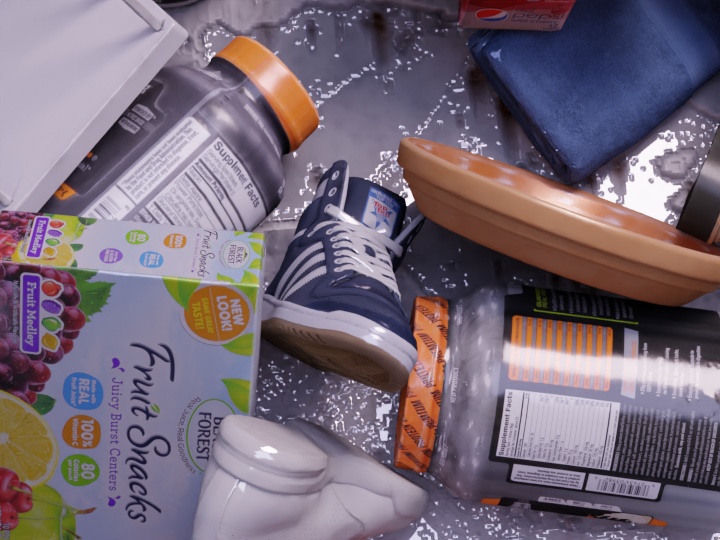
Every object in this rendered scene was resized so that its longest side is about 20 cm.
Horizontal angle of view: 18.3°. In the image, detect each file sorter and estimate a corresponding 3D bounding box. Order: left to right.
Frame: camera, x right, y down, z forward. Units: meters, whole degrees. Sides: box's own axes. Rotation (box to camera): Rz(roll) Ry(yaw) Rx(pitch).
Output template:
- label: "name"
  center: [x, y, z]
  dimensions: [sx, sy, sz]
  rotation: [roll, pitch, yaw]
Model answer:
- label: "file sorter"
  center: [-0.221, -0.150, 1.220]
  dimensions: [0.139, 0.124, 0.200]
  rotation: [-48, 47, 1]

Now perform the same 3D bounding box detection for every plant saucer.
- label: "plant saucer"
  center: [0.110, -0.024, 1.238]
  dimensions: [0.199, 0.200, 0.038]
  rotation: [20, 97, 3]

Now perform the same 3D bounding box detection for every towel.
- label: "towel"
  center: [0.167, -0.149, 1.338]
  dimensions: [0.200, 0.049, 0.112]
  rotation: [-39, 98, -13]

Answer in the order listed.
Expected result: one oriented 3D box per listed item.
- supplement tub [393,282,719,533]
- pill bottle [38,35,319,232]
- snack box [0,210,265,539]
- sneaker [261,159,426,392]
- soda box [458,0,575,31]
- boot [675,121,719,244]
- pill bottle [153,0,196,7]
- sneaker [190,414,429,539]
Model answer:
- label: "supplement tub"
  center: [0.122, 0.074, 1.238]
  dimensions: [0.198, 0.123, 0.124]
  rotation: [8, 73, 0]
- label: "pill bottle"
  center: [-0.115, -0.043, 1.269]
  dimensions: [0.106, 0.106, 0.200]
  rotation: [44, 76, 10]
- label: "snack box"
  center: [-0.126, 0.069, 1.195]
  dimensions: [0.141, 0.201, 0.053]
  rotation: [4, 35, -2]
- label: "sneaker"
  center: [0.000, 0.000, 1.210]
  dimensions: [0.070, 0.200, 0.109]
  rotation: [33, 83, -16]
- label: "soda box"
  center: [0.091, -0.242, 1.281]
  dimensions: [0.063, 0.070, 0.202]
  rotation: [2, 74, -6]
- label: "boot"
  center: [0.271, -0.060, 1.285]
  dimensions: [0.137, 0.078, 0.201]
  rotation: [25, 49, 7]
- label: "pill bottle"
  center: [-0.111, -0.232, 1.271]
  dimensions: [0.110, 0.200, 0.112]
  rotation: [1, 77, -6]
- label: "sneaker"
  center: [-0.035, 0.130, 1.194]
  dimensions: [0.075, 0.200, 0.089]
  rotation: [27, 94, 29]
